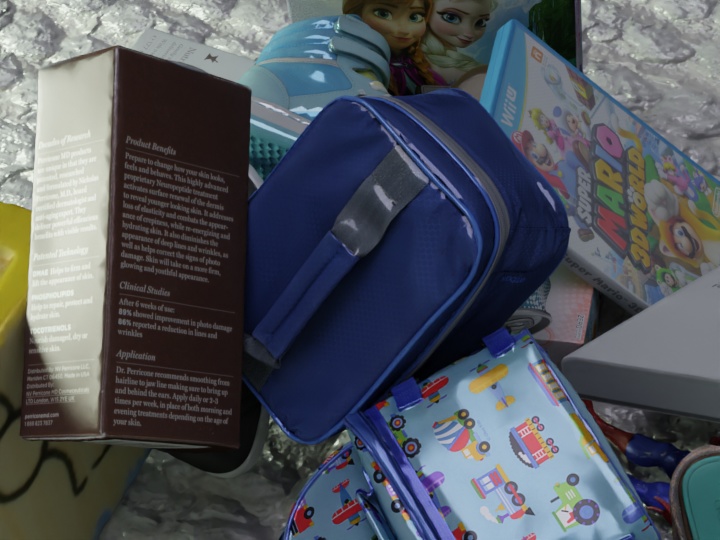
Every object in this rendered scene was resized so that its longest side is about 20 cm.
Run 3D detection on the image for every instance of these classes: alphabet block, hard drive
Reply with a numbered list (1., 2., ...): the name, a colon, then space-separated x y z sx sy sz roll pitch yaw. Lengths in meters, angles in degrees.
1. alphabet block: -0.259 0.082 0.938 0.195 0.201 0.196 14 52 21
2. hard drive: 0.224 0.036 0.932 0.131 0.026 0.200 7 22 40

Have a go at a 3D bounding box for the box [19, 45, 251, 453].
1. box: -0.118 -0.007 0.864 0.075 0.100 0.201 -5 79 40

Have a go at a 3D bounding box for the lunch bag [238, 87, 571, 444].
1. lunch bag: 0.000 0.000 0.908 0.136 0.200 0.132 49 28 20

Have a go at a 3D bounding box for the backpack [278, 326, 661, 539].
1. backpack: 0.043 0.149 0.864 0.199 0.135 0.183 -26 61 -1

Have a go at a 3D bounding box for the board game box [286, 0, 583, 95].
1. board game box: 0.051 -0.173 1.114 0.199 0.200 0.041 3 49 12

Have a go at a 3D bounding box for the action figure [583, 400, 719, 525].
1. action figure: 0.195 0.130 0.927 0.199 0.052 0.065 29 54 27

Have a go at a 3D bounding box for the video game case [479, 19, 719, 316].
1. video game case: 0.153 -0.051 1.022 0.200 0.018 0.144 34 48 -21

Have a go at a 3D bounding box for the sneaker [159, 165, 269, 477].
1. sneaker: -0.095 0.021 0.974 0.070 0.099 0.201 -3 80 23

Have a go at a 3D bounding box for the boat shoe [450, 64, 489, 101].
1. boat shoe: 0.044 -0.044 1.087 0.072 0.066 0.201 37 85 24

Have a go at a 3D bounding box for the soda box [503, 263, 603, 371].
1. soda box: 0.125 -0.013 1.052 0.068 0.064 0.201 5 49 13

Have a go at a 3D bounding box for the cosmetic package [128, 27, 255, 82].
1. cosmetic package: -0.090 -0.084 1.137 0.199 0.081 0.113 17 53 23

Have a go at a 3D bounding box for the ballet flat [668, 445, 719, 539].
1. ballet flat: 0.200 0.191 0.846 0.068 0.067 0.201 -6 78 3

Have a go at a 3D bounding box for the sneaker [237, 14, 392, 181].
1. sneaker: 0.013 -0.098 1.040 0.199 0.080 0.131 23 58 6
